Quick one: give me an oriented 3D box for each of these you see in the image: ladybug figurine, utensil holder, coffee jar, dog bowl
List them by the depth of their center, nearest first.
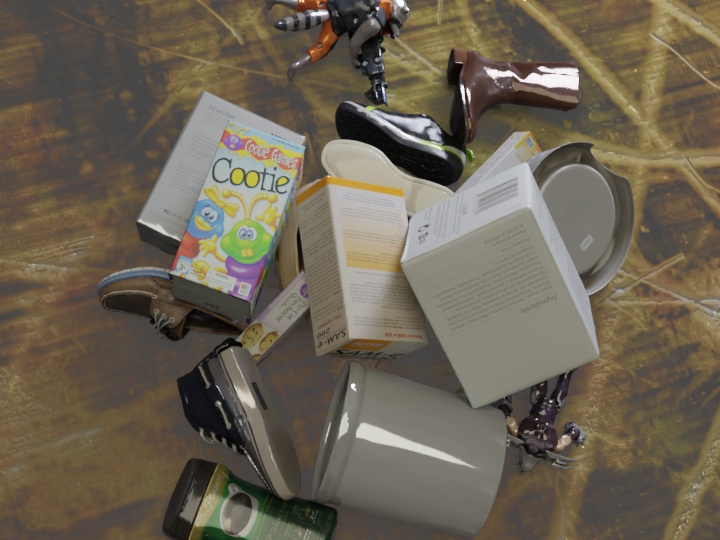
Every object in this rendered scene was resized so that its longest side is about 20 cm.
[{"bbox_3d":[-0.131,0.300,1.243,0.197,0.086,0.106,22,66,-1],"label":"coffee jar"},{"bbox_3d":[0.056,0.216,1.250,0.196,0.170,0.173,17,71,-6],"label":"utensil holder"},{"bbox_3d":[-0.045,-0.018,1.360,0.133,0.072,0.204,-1,73,-6],"label":"ladybug figurine"},{"bbox_3d":[0.268,-0.067,1.377,0.197,0.058,0.205,-5,100,-29],"label":"dog bowl"}]

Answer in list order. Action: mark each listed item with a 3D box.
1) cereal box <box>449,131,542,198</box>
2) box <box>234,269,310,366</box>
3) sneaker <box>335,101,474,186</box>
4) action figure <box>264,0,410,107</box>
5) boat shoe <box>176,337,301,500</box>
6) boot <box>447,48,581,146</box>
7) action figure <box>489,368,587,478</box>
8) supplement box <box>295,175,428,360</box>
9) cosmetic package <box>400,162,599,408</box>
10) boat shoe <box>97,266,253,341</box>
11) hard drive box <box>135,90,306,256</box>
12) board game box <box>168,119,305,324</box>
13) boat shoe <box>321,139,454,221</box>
[{"bbox_3d":[0.186,-0.064,1.387,0.200,0.039,0.145,-45,114,-18],"label":"cereal box"},{"bbox_3d":[-0.122,0.083,1.296,0.200,0.039,0.042,-45,82,8],"label":"box"},{"bbox_3d":[0.060,-0.181,1.439,0.197,0.072,0.083,27,48,1],"label":"sneaker"},{"bbox_3d":[-0.018,-0.324,1.445,0.190,0.105,0.203,-18,73,-2],"label":"action figure"},{"bbox_3d":[-0.146,0.190,1.246,0.092,0.074,0.203,-29,72,15],"label":"boat shoe"},{"bbox_3d":[0.222,-0.233,1.446,0.196,0.065,0.189,8,52,-8],"label":"boot"},{"bbox_3d":[0.238,0.170,1.342,0.128,0.069,0.203,23,75,-7],"label":"action figure"},{"bbox_3d":[0.000,0.000,1.262,0.124,0.073,0.204,7,66,-39],"label":"supplement box"},{"bbox_3d":[0.166,0.016,1.241,0.164,0.168,0.202,-24,106,16],"label":"cosmetic package"},{"bbox_3d":[-0.230,0.046,1.310,0.196,0.073,0.074,2,57,-7],"label":"boat shoe"},{"bbox_3d":[-0.179,-0.106,1.369,0.154,0.077,0.203,24,72,1],"label":"hard drive box"},{"bbox_3d":[-0.146,-0.057,1.263,0.103,0.103,0.203,18,72,-1],"label":"board game box"},{"bbox_3d":[0.037,-0.111,1.406,0.197,0.060,0.073,24,82,2],"label":"boat shoe"}]
